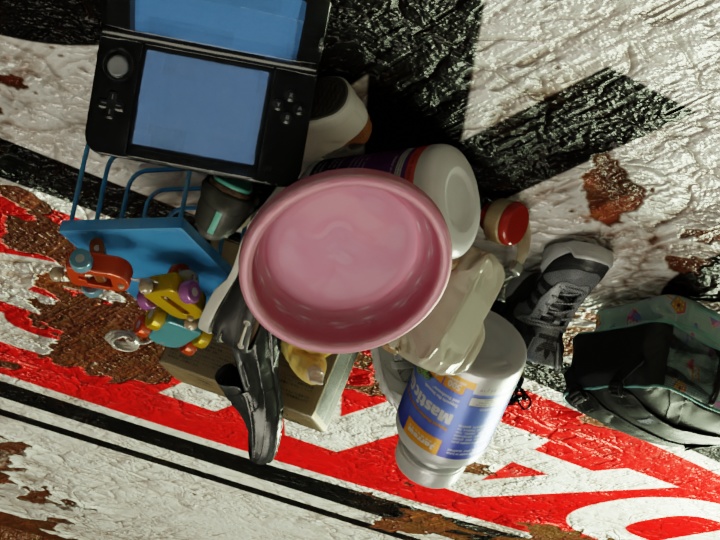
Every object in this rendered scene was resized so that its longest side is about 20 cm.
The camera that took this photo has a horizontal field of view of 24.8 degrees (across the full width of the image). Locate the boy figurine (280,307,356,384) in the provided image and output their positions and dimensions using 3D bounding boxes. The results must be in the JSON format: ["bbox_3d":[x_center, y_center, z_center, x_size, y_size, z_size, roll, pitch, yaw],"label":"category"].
[{"bbox_3d":[-0.033,0.067,1.679,0.064,0.125,0.200,26,151,-14],"label":"boy figurine"}]

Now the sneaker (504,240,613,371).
[{"bbox_3d":[0.216,0.046,1.802,0.075,0.115,0.200,15,157,-16],"label":"sneaker"}]

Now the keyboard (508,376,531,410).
[{"bbox_3d":[0.149,0.121,1.924,0.104,0.040,0.200,46,164,-3],"label":"keyboard"}]

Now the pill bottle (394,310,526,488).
[{"bbox_3d":[0.102,0.145,1.806,0.111,0.113,0.201,12,129,-9],"label":"pill bottle"}]

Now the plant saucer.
[{"bbox_3d":[-0.015,-0.015,1.521,0.199,0.051,0.202,-4,126,-6],"label":"plant saucer"}]

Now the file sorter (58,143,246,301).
[{"bbox_3d":[-0.196,-0.053,1.708,0.138,0.124,0.200,-1,156,21],"label":"file sorter"}]

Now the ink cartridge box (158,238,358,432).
[{"bbox_3d":[-0.104,0.071,1.857,0.199,0.166,0.075,18,164,20],"label":"ink cartridge box"}]

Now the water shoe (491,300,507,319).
[{"bbox_3d":[0.113,0.065,1.939,0.198,0.072,0.079,-3,157,27],"label":"water shoe"}]

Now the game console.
[{"bbox_3d":[-0.137,-0.171,1.426,0.198,0.178,0.116,10,-174,-3],"label":"game console"}]

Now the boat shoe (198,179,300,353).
[{"bbox_3d":[-0.094,-0.005,1.609,0.060,0.074,0.201,33,115,7],"label":"boat shoe"}]

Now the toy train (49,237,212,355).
[{"bbox_3d":[-0.224,0.022,1.674,0.149,0.056,0.200,6,154,10],"label":"toy train"}]

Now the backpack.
[{"bbox_3d":[0.355,0.122,1.882,0.199,0.154,0.175,32,152,-25],"label":"backpack"}]

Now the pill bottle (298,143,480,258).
[{"bbox_3d":[0.011,-0.060,1.628,0.199,0.113,0.112,-5,154,31],"label":"pill bottle"}]

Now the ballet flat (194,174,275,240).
[{"bbox_3d":[-0.126,-0.072,1.583,0.068,0.069,0.200,25,-165,3],"label":"ballet flat"}]

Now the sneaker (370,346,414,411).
[{"bbox_3d":[0.056,0.088,1.895,0.082,0.201,0.075,-23,-174,35],"label":"sneaker"}]

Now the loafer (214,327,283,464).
[{"bbox_3d":[-0.120,0.115,1.736,0.070,0.068,0.202,-7,117,-12],"label":"loafer"}]

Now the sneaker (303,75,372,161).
[{"bbox_3d":[-0.082,-0.126,1.556,0.198,0.073,0.085,-5,152,27],"label":"sneaker"}]

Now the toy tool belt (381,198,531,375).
[{"bbox_3d":[0.079,0.002,1.696,0.122,0.201,0.125,21,169,35],"label":"toy tool belt"}]
